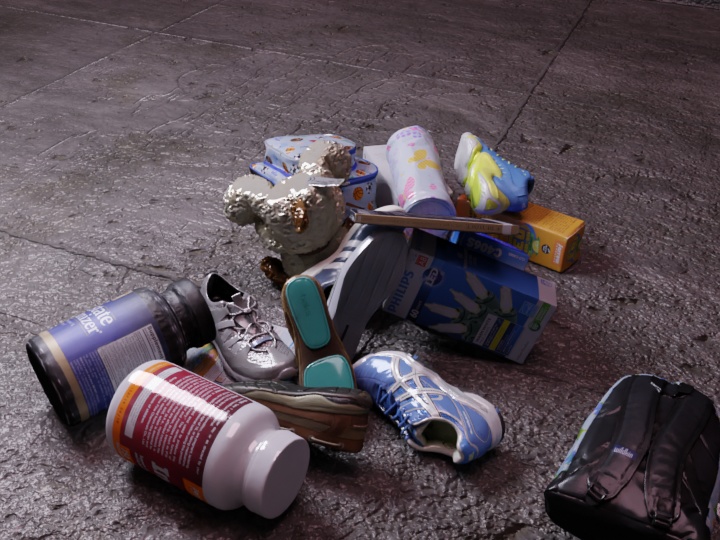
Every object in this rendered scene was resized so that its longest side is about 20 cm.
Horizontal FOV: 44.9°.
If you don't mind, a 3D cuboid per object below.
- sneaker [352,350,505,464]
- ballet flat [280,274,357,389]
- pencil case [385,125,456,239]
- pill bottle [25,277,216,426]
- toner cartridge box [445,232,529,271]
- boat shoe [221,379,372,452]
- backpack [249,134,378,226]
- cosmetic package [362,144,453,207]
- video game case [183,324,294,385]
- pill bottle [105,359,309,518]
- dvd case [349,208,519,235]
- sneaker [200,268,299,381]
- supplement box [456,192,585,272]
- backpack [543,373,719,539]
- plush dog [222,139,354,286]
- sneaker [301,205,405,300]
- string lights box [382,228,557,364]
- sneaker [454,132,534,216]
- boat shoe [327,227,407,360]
[{"bbox_3d":[0.064,0.154,0.998,0.199,0.076,0.077,21,32,29],"label":"sneaker"},{"bbox_3d":[-0.050,0.105,1.039,0.067,0.072,0.202,-18,79,-8],"label":"ballet flat"},{"bbox_3d":[0.089,-0.132,1.326,0.082,0.091,0.201,1,43,-9],"label":"pencil case"},{"bbox_3d":[-0.276,0.088,1.024,0.199,0.113,0.112,-28,42,-27],"label":"pill bottle"},{"bbox_3d":[0.173,-0.028,1.231,0.094,0.044,0.200,20,7,-1],"label":"toner cartridge box"},{"bbox_3d":[-0.082,0.164,0.965,0.198,0.075,0.075,2,0,27],"label":"boat shoe"},{"bbox_3d":[-0.068,-0.140,1.402,0.189,0.156,0.200,-5,28,-32],"label":"backpack"},{"bbox_3d":[0.076,-0.143,1.481,0.101,0.075,0.201,-6,35,-13],"label":"cosmetic package"},{"bbox_3d":[-0.176,0.104,1.118,0.198,0.018,0.143,14,34,18],"label":"video game case"},{"bbox_3d":[-0.158,0.178,0.910,0.198,0.114,0.113,19,35,26],"label":"pill bottle"},{"bbox_3d":[0.087,-0.062,1.103,0.198,0.016,0.149,3,6,-4],"label":"dvd case"},{"bbox_3d":[-0.149,0.070,1.076,0.074,0.083,0.199,-23,41,-35],"label":"sneaker"},{"bbox_3d":[0.249,-0.069,1.377,0.199,0.067,0.069,22,37,29],"label":"supplement box"},{"bbox_3d":[0.295,0.198,0.901,0.162,0.154,0.201,14,55,22],"label":"backpack"},{"bbox_3d":[-0.073,-0.059,1.231,0.199,0.173,0.161,-27,45,-2],"label":"plush dog"},{"bbox_3d":[0.000,0.000,1.189,0.200,0.075,0.085,-44,49,4],"label":"sneaker"},{"bbox_3d":[0.139,0.033,1.119,0.198,0.103,0.059,21,32,-5],"label":"string lights box"},{"bbox_3d":[0.213,-0.148,1.384,0.104,0.076,0.201,7,39,-12],"label":"sneaker"},{"bbox_3d":[-0.010,0.027,1.092,0.073,0.201,0.067,25,16,-22],"label":"boat shoe"}]
